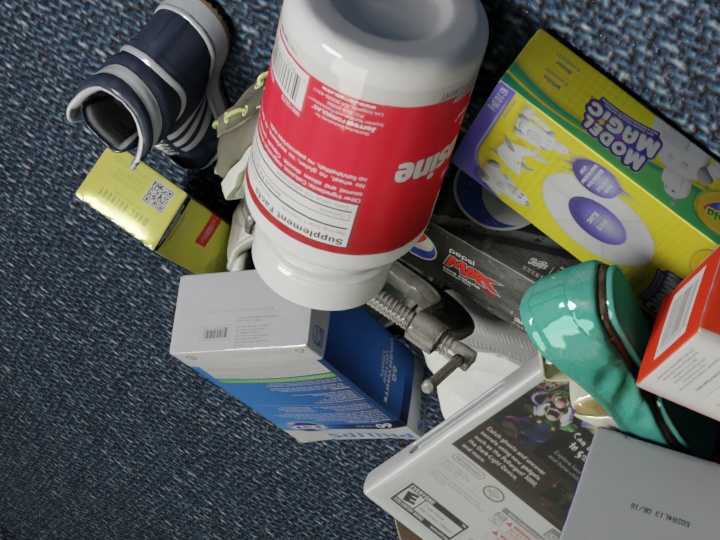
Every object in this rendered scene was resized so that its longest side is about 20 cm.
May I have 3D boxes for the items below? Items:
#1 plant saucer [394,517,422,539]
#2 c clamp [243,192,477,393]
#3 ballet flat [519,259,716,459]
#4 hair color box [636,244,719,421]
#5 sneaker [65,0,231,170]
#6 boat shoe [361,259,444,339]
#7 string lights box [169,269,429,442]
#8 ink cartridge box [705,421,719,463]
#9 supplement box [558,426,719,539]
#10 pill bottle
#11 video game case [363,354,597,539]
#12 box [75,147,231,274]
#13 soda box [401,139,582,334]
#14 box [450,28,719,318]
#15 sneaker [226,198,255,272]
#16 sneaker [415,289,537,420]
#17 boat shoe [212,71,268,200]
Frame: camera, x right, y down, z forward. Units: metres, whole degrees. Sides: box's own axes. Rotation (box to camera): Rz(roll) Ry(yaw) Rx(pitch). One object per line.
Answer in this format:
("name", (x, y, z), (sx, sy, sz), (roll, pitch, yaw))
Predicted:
("plant saucer", (0.096, 0.218, 1.319), (0.032, 0.200, 0.200), (-34, 112, 21))
("c clamp", (0.000, 0.000, 1.138), (0.200, 0.027, 0.171), (36, -163, 16))
("ballet flat", (0.145, 0.055, 1.039), (0.070, 0.067, 0.200), (-9, 146, 26))
("hair color box", (0.259, 0.060, 0.947), (0.200, 0.061, 0.102), (24, 157, -3))
("sneaker", (-0.145, -0.104, 1.247), (0.070, 0.109, 0.200), (35, 157, 11))
("boat shoe", (0.013, 0.019, 1.304), (0.060, 0.076, 0.200), (6, 162, -31))
("string lights box", (-0.037, 0.063, 1.240), (0.103, 0.059, 0.200), (-4, 157, 24))
("ink cartridge box", (0.182, 0.177, 1.219), (0.200, 0.050, 0.109), (-29, 115, 27))
("supplement box", (0.165, 0.201, 1.080), (0.101, 0.103, 0.200), (17, 140, 12))
("pill bottle", (-0.004, -0.074, 1.017), (0.112, 0.112, 0.200), (32, 136, 15))
("video game case", (0.133, 0.153, 1.160), (0.200, 0.023, 0.182), (40, 126, -17))
("box", (-0.145, -0.040, 1.353), (0.075, 0.050, 0.200), (34, 178, 13))
("soda box", (0.081, -0.022, 1.119), (0.200, 0.063, 0.071), (31, 155, 18))
("box", (0.152, -0.037, 1.008), (0.200, 0.048, 0.117), (36, 157, 2))
("sneaker", (-0.070, -0.013, 1.312), (0.078, 0.099, 0.200), (41, 157, -5))
("sneaker", (0.133, 0.088, 1.210), (0.200, 0.074, 0.116), (21, 144, 32))
("boat shoe", (-0.052, -0.099, 1.167), (0.202, 0.072, 0.060), (147, 109, -66))
